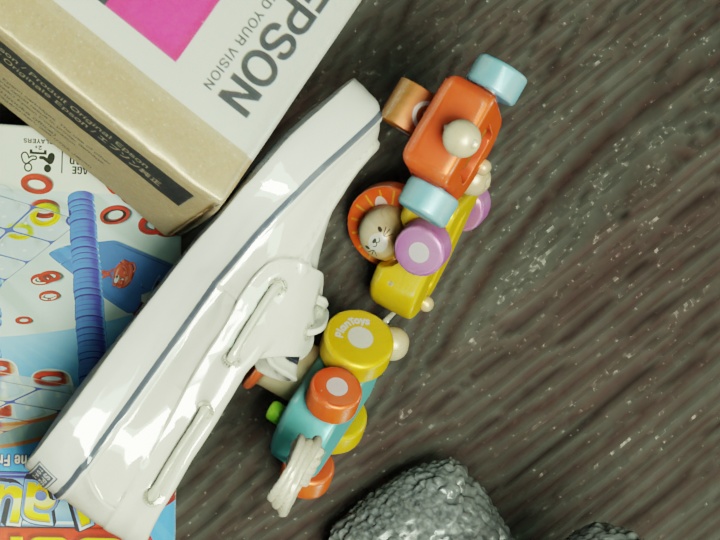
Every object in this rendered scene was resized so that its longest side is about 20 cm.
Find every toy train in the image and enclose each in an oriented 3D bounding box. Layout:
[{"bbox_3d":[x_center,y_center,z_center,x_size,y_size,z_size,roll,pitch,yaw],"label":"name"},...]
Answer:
[{"bbox_3d":[0.000,0.000,1.217,0.055,0.150,0.201,29,91,8],"label":"toy train"}]

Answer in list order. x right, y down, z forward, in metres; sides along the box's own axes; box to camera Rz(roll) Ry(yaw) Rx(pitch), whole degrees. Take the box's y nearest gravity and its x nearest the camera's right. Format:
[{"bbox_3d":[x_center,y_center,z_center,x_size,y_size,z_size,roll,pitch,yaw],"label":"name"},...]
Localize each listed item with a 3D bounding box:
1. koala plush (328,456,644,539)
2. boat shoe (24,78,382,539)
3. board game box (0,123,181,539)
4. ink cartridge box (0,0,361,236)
[{"bbox_3d":[0.018,0.206,1.214,0.199,0.177,0.185,-24,112,-31],"label":"koala plush"},{"bbox_3d":[-0.047,0.017,1.159,0.065,0.074,0.200,39,84,-4],"label":"boat shoe"},{"bbox_3d":[-0.172,0.041,1.177,0.199,0.056,0.197,2,84,-20],"label":"board game box"},{"bbox_3d":[-0.074,-0.144,1.166,0.164,0.075,0.201,37,71,-11],"label":"ink cartridge box"}]
